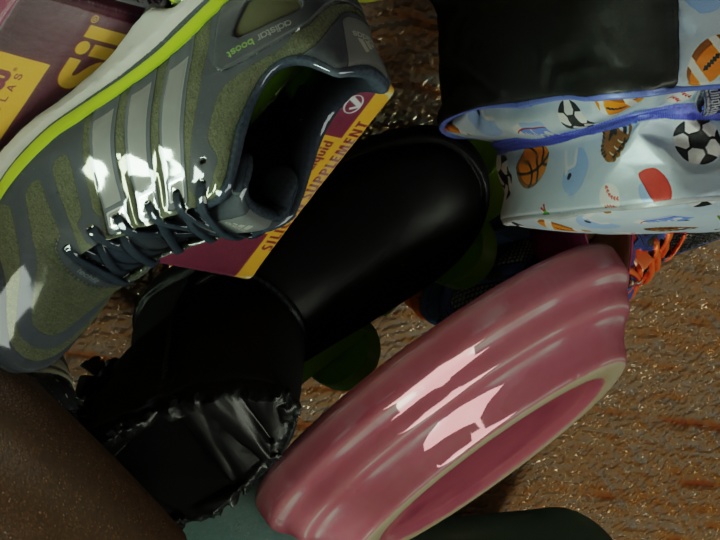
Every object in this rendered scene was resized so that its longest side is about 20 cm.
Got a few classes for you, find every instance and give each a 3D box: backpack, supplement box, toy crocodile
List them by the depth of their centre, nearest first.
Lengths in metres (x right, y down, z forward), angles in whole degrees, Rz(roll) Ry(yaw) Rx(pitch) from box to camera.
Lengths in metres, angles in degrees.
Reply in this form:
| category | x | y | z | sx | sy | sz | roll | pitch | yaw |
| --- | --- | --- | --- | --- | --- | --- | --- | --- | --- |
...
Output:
| category | x | y | z | sx | sy | sz | roll | pitch | yaw |
| --- | --- | --- | --- | --- | --- | --- | --- | --- | --- |
| supplement box | -0.099 | -0.075 | 0.918 | 0.199 | 0.086 | 0.111 | 11 | 126 | -48 |
| backpack | 0.142 | -0.091 | 0.970 | 0.189 | 0.200 | 0.156 | -12 | 98 | -26 |
| toy crocodile | 0.000 | 0.000 | 1.132 | 0.200 | 0.062 | 0.067 | -41 | 147 | 17 |

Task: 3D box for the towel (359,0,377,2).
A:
| category | x | y | z | sx | sy | sz | roll | pitch | yaw |
| --- | --- | --- | --- | --- | --- | --- | --- | --- | --- |
| towel | 0.037 | -0.170 | 0.882 | 0.086 | 0.018 | 0.200 | -23 | 159 | -53 |

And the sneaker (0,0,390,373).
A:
| category | x | y | z | sx | sy | sz | roll | pitch | yaw |
| --- | --- | --- | --- | --- | --- | --- | --- | --- | --- |
| sneaker | -0.069 | -0.033 | 0.842 | 0.200 | 0.081 | 0.074 | -49 | 144 | 17 |

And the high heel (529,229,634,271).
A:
| category | x | y | z | sx | sy | sz | roll | pitch | yaw |
| --- | --- | --- | --- | --- | --- | --- | --- | --- | --- |
| high heel | 0.120 | -0.077 | 1.100 | 0.067 | 0.096 | 0.201 | -17 | 143 | -24 |

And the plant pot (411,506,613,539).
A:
| category | x | y | z | sx | sy | sz | roll | pitch | yaw |
| --- | --- | --- | --- | --- | --- | --- | --- | --- | --- |
| plant pot | 0.045 | 0.233 | 1.342 | 0.160 | 0.201 | 0.201 | 5 | 131 | -29 |

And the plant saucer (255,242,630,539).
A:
| category | x | y | z | sx | sy | sz | roll | pitch | yaw |
| --- | --- | --- | --- | --- | --- | --- | --- | --- | --- |
| plant saucer | 0.046 | 0.067 | 1.069 | 0.200 | 0.051 | 0.201 | -34 | 168 | -8 |

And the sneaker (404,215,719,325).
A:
| category | x | y | z | sx | sy | sz | roll | pitch | yaw |
| --- | --- | --- | --- | --- | --- | --- | --- | --- | --- |
| sneaker | 0.121 | -0.001 | 1.212 | 0.199 | 0.079 | 0.076 | -22 | 145 | -19 |

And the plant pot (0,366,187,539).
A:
| category | x | y | z | sx | sy | sz | roll | pitch | yaw |
| --- | --- | --- | --- | --- | --- | --- | --- | --- | --- |
| plant pot | -0.173 | 0.098 | 0.903 | 0.199 | 0.187 | 0.187 | 27 | 118 | -15 |

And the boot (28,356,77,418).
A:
| category | x | y | z | sx | sy | sz | roll | pitch | yaw |
| --- | --- | --- | --- | --- | --- | --- | --- | --- | --- |
| boot | -0.190 | 0.116 | 1.012 | 0.202 | 0.154 | 0.074 | -15 | 143 | -28 |

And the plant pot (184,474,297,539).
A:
| category | x | y | z | sx | sy | sz | roll | pitch | yaw |
| --- | --- | --- | --- | --- | --- | --- | --- | --- | --- |
| plant pot | -0.071 | 0.182 | 1.147 | 0.201 | 0.133 | 0.201 | -54 | 161 | -27 |

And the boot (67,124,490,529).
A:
| category | x | y | z | sx | sy | sz | roll | pitch | yaw |
| --- | --- | --- | --- | --- | --- | --- | --- | --- | --- |
| boot | -0.035 | 0.026 | 1.011 | 0.197 | 0.163 | 0.074 | -27 | 109 | 17 |
